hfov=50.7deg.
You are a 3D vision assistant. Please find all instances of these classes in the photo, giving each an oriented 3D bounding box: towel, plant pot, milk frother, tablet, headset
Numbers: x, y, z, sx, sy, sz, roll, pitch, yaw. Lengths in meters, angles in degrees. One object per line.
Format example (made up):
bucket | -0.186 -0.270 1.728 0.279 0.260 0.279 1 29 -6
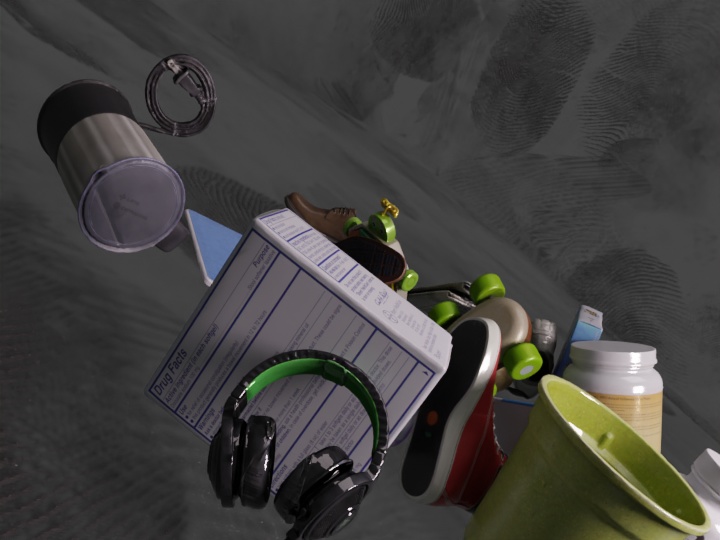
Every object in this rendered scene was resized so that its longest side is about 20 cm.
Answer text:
towel | 0.193 0.082 1.353 0.191 0.035 0.199 33 -19 -20
plant pot | 0.201 0.240 0.749 0.198 0.186 0.201 33 16 -11
milk frother | -0.242 -0.145 0.874 0.179 0.201 0.188 25 18 -49
tablet | -0.166 -0.010 1.002 0.129 0.014 0.201 28 17 -32
headset | -0.053 0.139 0.523 0.121 0.095 0.202 21 57 9

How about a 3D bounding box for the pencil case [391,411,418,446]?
pencil case | -0.022 0.120 0.796 0.198 0.086 0.085 26 31 -32

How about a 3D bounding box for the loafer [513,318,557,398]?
loafer | 0.290 0.163 1.285 0.068 0.202 0.071 9 51 12

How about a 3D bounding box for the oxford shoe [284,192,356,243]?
oxford shoe | -0.048 -0.091 1.385 0.198 0.085 0.073 33 17 -7

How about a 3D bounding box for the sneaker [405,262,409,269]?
sneaker | 0.063 0.012 1.337 0.070 0.076 0.200 35 15 -3

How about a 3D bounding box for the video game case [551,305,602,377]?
video game case | 0.351 0.168 1.281 0.045 0.204 0.181 22 11 13

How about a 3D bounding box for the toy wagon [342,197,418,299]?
toy wagon | 0.025 -0.017 1.148 0.039 0.203 0.155 -25 49 -27

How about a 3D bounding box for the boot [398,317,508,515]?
boot | 0.130 0.161 0.827 0.143 0.204 0.072 24 -6 -38

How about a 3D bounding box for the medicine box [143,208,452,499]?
medicine box | -0.050 0.081 0.658 0.199 0.184 0.103 37 14 3

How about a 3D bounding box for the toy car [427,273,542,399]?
toy car | 0.221 0.136 1.219 0.200 0.156 0.166 41 21 -50

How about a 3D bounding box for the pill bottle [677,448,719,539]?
pill bottle | 0.377 0.314 0.898 0.110 0.202 0.112 33 15 -10

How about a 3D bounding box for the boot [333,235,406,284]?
boot | 0.000 0.000 1.113 0.197 0.076 0.096 5 -16 36

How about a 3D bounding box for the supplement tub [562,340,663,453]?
supplement tub | 0.368 0.213 1.117 0.141 0.205 0.145 1 3 0

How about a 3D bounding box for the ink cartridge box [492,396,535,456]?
ink cartridge box | 0.231 0.223 0.953 0.198 0.086 0.144 24 -16 -38
